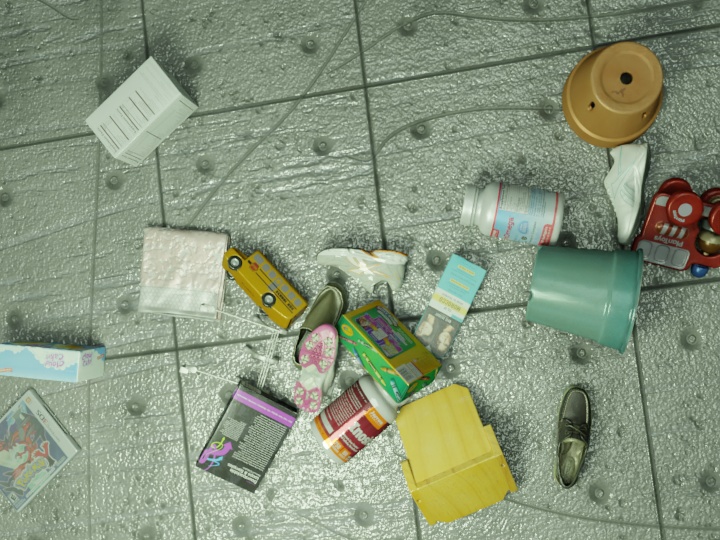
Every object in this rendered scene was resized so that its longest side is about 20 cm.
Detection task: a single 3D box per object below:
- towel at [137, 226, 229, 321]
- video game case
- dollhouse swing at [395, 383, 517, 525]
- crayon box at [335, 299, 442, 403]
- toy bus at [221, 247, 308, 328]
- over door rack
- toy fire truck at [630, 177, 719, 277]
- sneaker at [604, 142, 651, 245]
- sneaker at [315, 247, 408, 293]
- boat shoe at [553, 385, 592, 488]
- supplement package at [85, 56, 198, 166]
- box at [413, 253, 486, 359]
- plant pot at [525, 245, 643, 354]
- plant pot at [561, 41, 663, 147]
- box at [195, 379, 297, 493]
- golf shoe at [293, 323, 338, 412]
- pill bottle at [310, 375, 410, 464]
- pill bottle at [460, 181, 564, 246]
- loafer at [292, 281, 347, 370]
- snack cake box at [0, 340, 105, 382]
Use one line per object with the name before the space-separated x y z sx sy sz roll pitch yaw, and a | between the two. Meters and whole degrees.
towel | -0.392 0.006 1.524 0.194 0.032 0.196 5 88 7
video game case | -0.754 0.404 1.556 0.200 0.023 0.183 -44 83 4
dollhouse swing | 0.187 0.376 1.429 0.196 0.177 0.184 -24 126 5
crayon box | 0.054 0.158 1.386 0.200 0.118 0.059 45 127 23
toy bus | -0.206 0.030 1.471 0.200 0.065 0.078 46 64 7
over door rack | -0.268 0.165 1.474 0.196 0.067 0.151 18 90 -13
toy fire truck | 0.654 -0.077 1.364 0.195 0.112 0.172 15 115 7
sneaker | 0.535 -0.155 1.400 0.079 0.070 0.206 8 92 30
sneaker | 0.000 0.000 1.454 0.195 0.076 0.095 5 92 9
boat shoe | 0.429 0.335 1.383 0.071 0.065 0.206 5 87 9
supplement package | -0.475 -0.343 1.509 0.199 0.114 0.110 -42 85 3
box | 0.182 0.074 1.436 0.081 0.049 0.204 26 91 8
plant pot | 0.428 0.042 1.343 0.191 0.200 0.206 10 89 15
plant pot | 0.511 -0.360 1.369 0.194 0.140 0.206 0 87 6
box | -0.240 0.352 1.457 0.141 0.036 0.203 29 94 -14
golf shoe | -0.083 0.190 1.420 0.074 0.091 0.204 24 115 13
pill bottle | 0.003 0.291 1.417 0.199 0.113 0.114 -41 83 4
pill bottle | 0.305 -0.118 1.399 0.195 0.109 0.112 10 89 8
loafer | -0.087 0.121 1.458 0.074 0.070 0.204 23 90 8
snack cake box | -0.675 0.196 1.509 0.194 0.115 0.069 4 87 7
